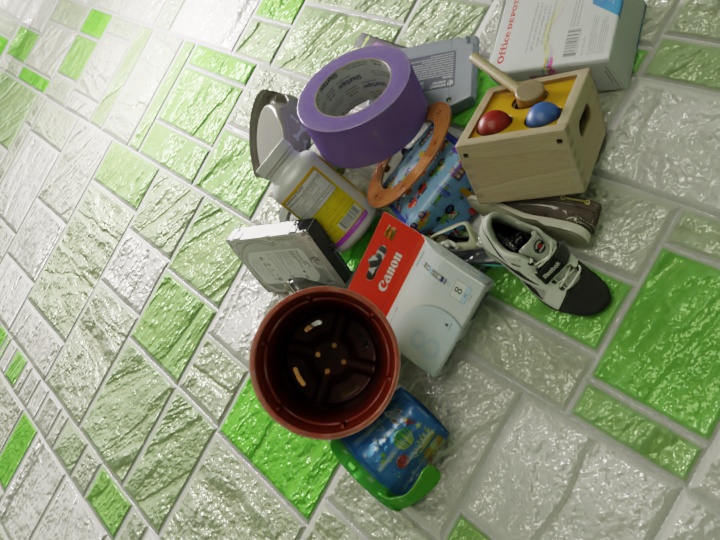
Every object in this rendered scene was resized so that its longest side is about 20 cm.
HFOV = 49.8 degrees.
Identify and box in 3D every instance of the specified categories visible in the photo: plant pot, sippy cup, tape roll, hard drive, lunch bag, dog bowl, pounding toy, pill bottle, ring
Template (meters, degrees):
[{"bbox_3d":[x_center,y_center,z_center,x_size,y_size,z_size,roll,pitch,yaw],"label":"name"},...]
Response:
[{"bbox_3d":[-0.046,0.130,1.116,0.199,0.195,0.202,0,85,0],"label":"plant pot"},{"bbox_3d":[0.049,0.242,1.088,0.130,0.140,0.178,-47,66,0],"label":"sippy cup"},{"bbox_3d":[0.003,-0.267,1.262,0.199,0.085,0.201,-16,47,17],"label":"tape roll"},{"bbox_3d":[-0.122,-0.021,1.336,0.199,0.140,0.038,-4,44,38],"label":"hard drive"},{"bbox_3d":[0.108,-0.150,1.246,0.151,0.094,0.200,-52,38,13],"label":"lunch bag"},{"bbox_3d":[-0.151,-0.239,1.458,0.200,0.058,0.201,27,120,60],"label":"dog bowl"},{"bbox_3d":[0.229,-0.214,1.091,0.183,0.143,0.200,-4,40,35],"label":"pounding toy"},{"bbox_3d":[-0.074,-0.128,1.293,0.104,0.200,0.104,-48,10,12],"label":"pill bottle"},{"bbox_3d":[0.079,-0.181,1.236,0.200,0.019,0.201,-45,25,28],"label":"ring"}]

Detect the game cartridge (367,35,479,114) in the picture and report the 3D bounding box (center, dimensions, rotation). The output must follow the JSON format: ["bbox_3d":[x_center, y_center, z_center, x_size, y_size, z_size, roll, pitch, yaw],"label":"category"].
[{"bbox_3d":[0.106,-0.320,1.326,0.199,0.041,0.134,-2,72,31],"label":"game cartridge"}]

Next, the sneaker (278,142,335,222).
[{"bbox_3d":[-0.061,-0.139,1.389,0.115,0.075,0.201,41,114,34],"label":"sneaker"}]

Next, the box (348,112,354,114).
[{"bbox_3d":[-0.033,-0.263,1.395,0.199,0.039,0.042,20,88,43],"label":"box"}]

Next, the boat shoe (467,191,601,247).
[{"bbox_3d":[0.245,-0.090,1.105,0.199,0.072,0.060,21,78,41],"label":"boat shoe"}]

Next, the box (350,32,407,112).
[{"bbox_3d":[0.001,-0.337,1.447,0.143,0.036,0.201,34,96,44],"label":"box"}]

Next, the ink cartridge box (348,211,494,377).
[{"bbox_3d":[0.073,0.032,1.134,0.200,0.047,0.161,34,114,20],"label":"ink cartridge box"}]

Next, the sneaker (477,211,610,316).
[{"bbox_3d":[0.238,-0.010,1.021,0.199,0.089,0.074,33,84,15],"label":"sneaker"}]

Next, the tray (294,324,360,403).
[{"bbox_3d":[-0.081,0.152,1.296,0.200,0.037,0.099,29,90,45],"label":"tray"}]

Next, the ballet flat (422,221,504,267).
[{"bbox_3d":[0.171,-0.038,1.124,0.199,0.073,0.073,-2,69,33],"label":"ballet flat"}]

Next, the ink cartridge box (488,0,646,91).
[{"bbox_3d":[0.304,-0.345,1.158,0.199,0.085,0.145,6,74,40],"label":"ink cartridge box"}]

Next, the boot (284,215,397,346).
[{"bbox_3d":[-0.001,-0.001,1.236,0.181,0.073,0.201,33,104,1],"label":"boot"}]
